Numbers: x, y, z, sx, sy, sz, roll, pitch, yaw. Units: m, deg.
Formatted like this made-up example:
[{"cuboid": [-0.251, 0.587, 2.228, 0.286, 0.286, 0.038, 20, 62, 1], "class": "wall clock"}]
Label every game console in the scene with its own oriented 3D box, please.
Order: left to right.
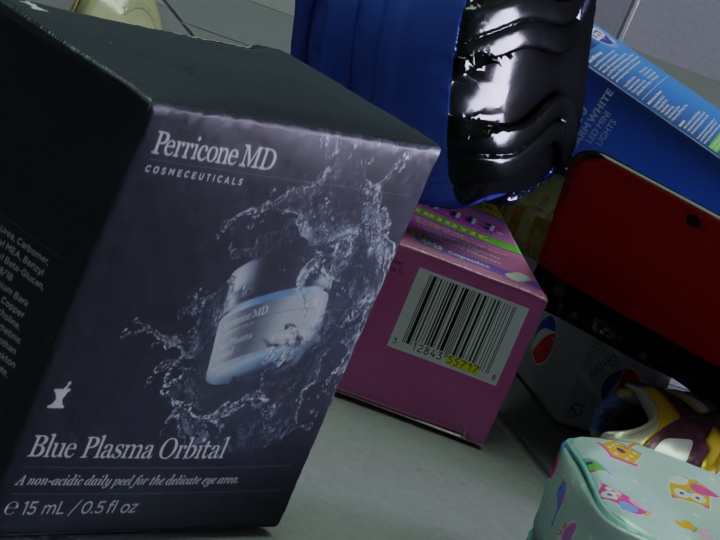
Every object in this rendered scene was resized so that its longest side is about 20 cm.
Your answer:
[{"cuboid": [0.211, 0.008, 1.449, 0.199, 0.119, 0.172, 30, 21, 12], "class": "game console"}]

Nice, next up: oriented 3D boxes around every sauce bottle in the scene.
[{"cuboid": [0.170, -0.016, 1.591, 0.199, 0.066, 0.066, 24, 13, 11], "class": "sauce bottle"}]

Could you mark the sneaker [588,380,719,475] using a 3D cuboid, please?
[{"cuboid": [0.183, 0.092, 1.472, 0.090, 0.075, 0.200, 30, 13, 3], "class": "sneaker"}]

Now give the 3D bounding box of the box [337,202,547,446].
[{"cuboid": [0.000, 0.000, 1.473, 0.175, 0.097, 0.200, 21, 13, -11], "class": "box"}]

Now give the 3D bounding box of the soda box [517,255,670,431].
[{"cuboid": [0.135, 0.039, 1.609, 0.063, 0.069, 0.200, 16, 15, -20], "class": "soda box"}]

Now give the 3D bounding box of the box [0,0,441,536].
[{"cuboid": [-0.097, 0.002, 1.079, 0.117, 0.201, 0.196, 33, 17, 35], "class": "box"}]

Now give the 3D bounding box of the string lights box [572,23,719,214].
[{"cuboid": [0.179, -0.090, 1.581, 0.200, 0.059, 0.103, 35, 22, 7], "class": "string lights box"}]

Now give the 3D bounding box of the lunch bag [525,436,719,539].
[{"cuboid": [0.174, 0.158, 1.200, 0.199, 0.077, 0.160, 21, 15, -9], "class": "lunch bag"}]

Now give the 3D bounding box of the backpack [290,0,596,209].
[{"cuboid": [0.039, -0.117, 1.458, 0.167, 0.163, 0.200, 6, 15, 22], "class": "backpack"}]

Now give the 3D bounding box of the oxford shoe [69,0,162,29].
[{"cuboid": [-0.144, -0.121, 1.533, 0.070, 0.074, 0.201, 11, 53, -21], "class": "oxford shoe"}]
